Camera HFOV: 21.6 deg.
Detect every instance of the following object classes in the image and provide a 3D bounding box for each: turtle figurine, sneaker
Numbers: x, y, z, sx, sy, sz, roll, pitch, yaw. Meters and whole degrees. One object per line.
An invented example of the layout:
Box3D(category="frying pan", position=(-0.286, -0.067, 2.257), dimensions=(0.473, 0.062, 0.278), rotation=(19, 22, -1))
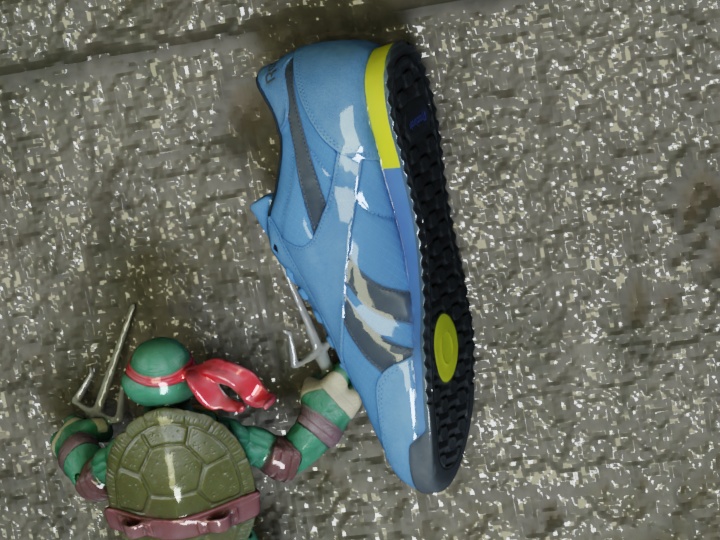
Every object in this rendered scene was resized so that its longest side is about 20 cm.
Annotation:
Box3D(category="turtle figurine", position=(-0.077, 0.093, 0.847), dimensions=(0.149, 0.101, 0.201), rotation=(0, 110, 16))
Box3D(category="sneaker", position=(0.000, 0.000, 0.823), dimensions=(0.078, 0.066, 0.201), rotation=(-7, 100, 21))
